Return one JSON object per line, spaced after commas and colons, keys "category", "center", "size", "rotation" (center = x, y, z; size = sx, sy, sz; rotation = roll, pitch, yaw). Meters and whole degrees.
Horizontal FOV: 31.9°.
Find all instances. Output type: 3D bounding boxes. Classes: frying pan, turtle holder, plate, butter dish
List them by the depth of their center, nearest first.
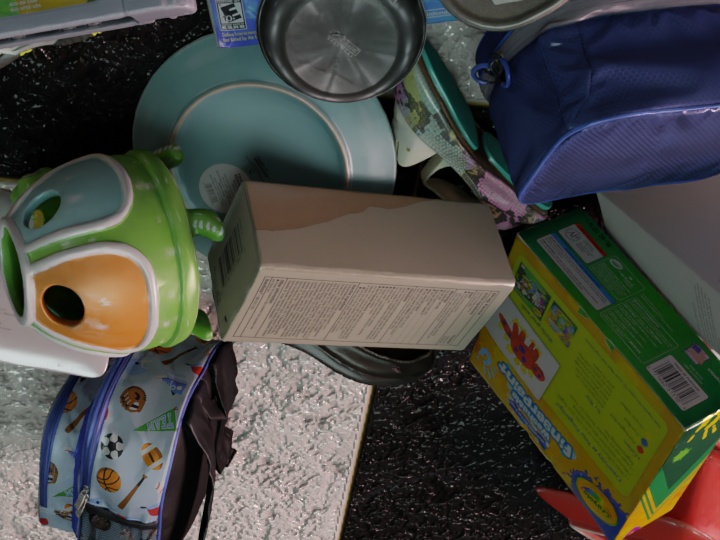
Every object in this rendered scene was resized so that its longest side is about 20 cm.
{"category": "frying pan", "center": [0.021, -0.170, 0.825], "size": [0.189, 0.031, 0.115], "rotation": [-20, 127, 17]}
{"category": "turtle holder", "center": [-0.185, -0.025, 0.885], "size": [0.131, 0.186, 0.141], "rotation": [-11, 152, -25]}
{"category": "plate", "center": [-0.073, -0.078, 0.923], "size": [0.199, 0.026, 0.201], "rotation": [4, 121, 6]}
{"category": "butter dish", "center": [0.302, 0.205, 1.167], "size": [0.199, 0.148, 0.200], "rotation": [35, 162, -29]}

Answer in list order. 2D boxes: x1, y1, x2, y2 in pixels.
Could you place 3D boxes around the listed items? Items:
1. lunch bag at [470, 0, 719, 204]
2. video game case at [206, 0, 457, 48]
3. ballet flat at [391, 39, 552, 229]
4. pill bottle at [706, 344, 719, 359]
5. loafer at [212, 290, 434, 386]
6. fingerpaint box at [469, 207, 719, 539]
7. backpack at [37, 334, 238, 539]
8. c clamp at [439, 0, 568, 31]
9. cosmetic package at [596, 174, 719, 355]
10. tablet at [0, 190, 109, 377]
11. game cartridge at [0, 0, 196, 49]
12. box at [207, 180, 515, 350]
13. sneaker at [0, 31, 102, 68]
{"category": "lunch bag", "center": [0.169, -0.134, 0.836], "size": [0.199, 0.133, 0.136], "rotation": [-8, 162, -17]}
{"category": "video game case", "center": [-0.011, -0.241, 0.809], "size": [0.199, 0.046, 0.182], "rotation": [-7, 130, 1]}
{"category": "ballet flat", "center": [0.068, -0.090, 0.936], "size": [0.071, 0.069, 0.200], "rotation": [-28, 132, 23]}
{"category": "pill bottle", "center": [0.319, 0.064, 1.058], "size": [0.199, 0.115, 0.115], "rotation": [-1, 131, -4]}
{"category": "loafer", "center": [-0.019, 0.034, 1.025], "size": [0.199, 0.073, 0.071], "rotation": [20, 128, -21]}
{"category": "fingerpaint box", "center": [0.186, 0.082, 0.987], "size": [0.073, 0.200, 0.167], "rotation": [-21, 146, -27]}
{"category": "backpack", "center": [-0.176, 0.138, 1.042], "size": [0.153, 0.200, 0.191], "rotation": [18, 125, -4]}
{"category": "c clamp", "center": [0.095, -0.249, 0.735], "size": [0.170, 0.027, 0.201], "rotation": [-18, 104, 8]}
{"category": "cosmetic package", "center": [0.274, -0.011, 0.918], "size": [0.107, 0.200, 0.085], "rotation": [-30, 130, -6]}
{"category": "tablet", "center": [-0.281, 0.002, 0.952], "size": [0.199, 0.131, 0.014], "rotation": [11, 167, -15]}
{"category": "game cartridge", "center": [-0.208, -0.208, 0.775], "size": [0.199, 0.134, 0.040], "rotation": [-10, 176, 2]}
{"category": "box", "center": [0.000, 0.000, 0.911], "size": [0.199, 0.078, 0.095], "rotation": [5, 142, -26]}
{"category": "sneaker", "center": [-0.209, -0.189, 0.817], "size": [0.199, 0.076, 0.077], "rotation": [-22, 123, 7]}
